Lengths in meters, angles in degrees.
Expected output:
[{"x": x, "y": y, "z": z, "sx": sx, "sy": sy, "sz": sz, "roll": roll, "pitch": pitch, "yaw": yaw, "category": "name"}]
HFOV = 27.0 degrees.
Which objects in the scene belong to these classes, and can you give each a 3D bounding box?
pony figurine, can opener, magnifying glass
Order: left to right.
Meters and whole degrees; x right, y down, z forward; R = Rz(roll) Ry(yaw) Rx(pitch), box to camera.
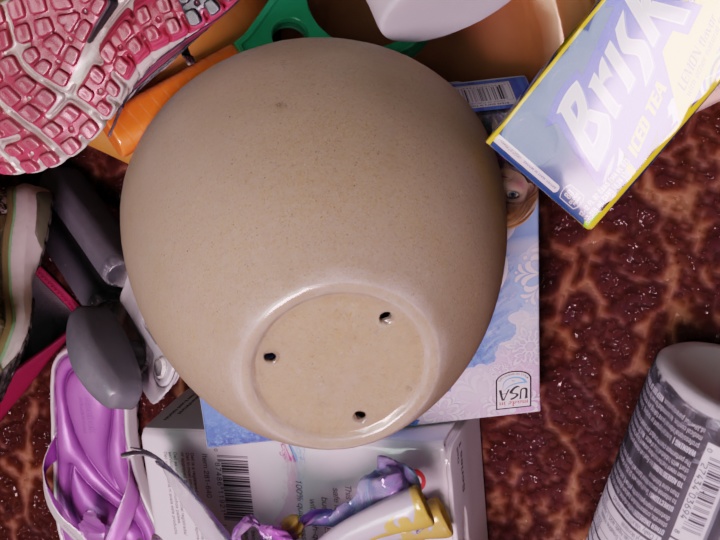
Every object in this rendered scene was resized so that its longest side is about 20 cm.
[{"x": -0.158, "y": 0.004, "z": 0.899, "sx": 0.200, "sy": 0.066, "sz": 0.053, "roll": 52, "pitch": 123, "yaw": 44, "category": "can opener"}, {"x": -0.044, "y": -0.116, "z": 0.782, "sx": 0.199, "sy": 0.022, "sz": 0.080, "roll": -30, "pitch": 76, "yaw": -18, "category": "magnifying glass"}, {"x": -0.043, "y": 0.182, "z": 0.833, "sx": 0.199, "sy": 0.167, "sz": 0.194, "roll": -24, "pitch": 110, "yaw": 8, "category": "pony figurine"}]

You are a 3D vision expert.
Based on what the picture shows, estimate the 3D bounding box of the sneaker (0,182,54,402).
[{"x": -0.235, "y": 0.019, "z": 0.861, "sx": 0.088, "sy": 0.201, "sz": 0.077, "roll": 16, "pitch": 128, "yaw": -17, "category": "sneaker"}]

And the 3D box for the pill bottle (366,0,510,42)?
[{"x": 0.013, "y": -0.224, "z": 0.756, "sx": 0.112, "sy": 0.113, "sz": 0.201, "roll": -28, "pitch": 76, "yaw": 25, "category": "pill bottle"}]

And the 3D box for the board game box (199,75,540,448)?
[{"x": 0.000, "y": 0.000, "z": 0.834, "sx": 0.198, "sy": 0.044, "sz": 0.200, "roll": -7, "pitch": 123, "yaw": -2, "category": "board game box"}]

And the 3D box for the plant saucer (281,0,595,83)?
[{"x": 0.044, "y": -0.127, "z": 0.848, "sx": 0.198, "sy": 0.037, "sz": 0.202, "roll": 6, "pitch": 108, "yaw": 18, "category": "plant saucer"}]

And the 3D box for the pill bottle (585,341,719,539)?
[{"x": 0.184, "y": 0.150, "z": 0.846, "sx": 0.105, "sy": 0.106, "sz": 0.201, "roll": 21, "pitch": 113, "yaw": 13, "category": "pill bottle"}]

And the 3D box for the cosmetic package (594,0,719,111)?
[{"x": 0.156, "y": -0.188, "z": 0.759, "sx": 0.103, "sy": 0.087, "sz": 0.201, "roll": -26, "pitch": 96, "yaw": 25, "category": "cosmetic package"}]

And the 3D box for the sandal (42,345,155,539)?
[{"x": -0.182, "y": 0.148, "z": 1.008, "sx": 0.082, "sy": 0.050, "sz": 0.204, "roll": -3, "pitch": 106, "yaw": 21, "category": "sandal"}]

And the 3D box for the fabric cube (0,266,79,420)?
[{"x": -0.338, "y": 0.057, "z": 0.956, "sx": 0.200, "sy": 0.196, "sz": 0.199, "roll": 44, "pitch": 115, "yaw": 2, "category": "fabric cube"}]

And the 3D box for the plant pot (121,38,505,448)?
[{"x": -0.016, "y": 0.008, "z": 0.727, "sx": 0.198, "sy": 0.135, "sz": 0.202, "roll": -4, "pitch": 123, "yaw": -6, "category": "plant pot"}]

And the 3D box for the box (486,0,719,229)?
[{"x": 0.149, "y": -0.119, "z": 0.700, "sx": 0.070, "sy": 0.064, "sz": 0.200, "roll": 40, "pitch": 115, "yaw": 3, "category": "box"}]

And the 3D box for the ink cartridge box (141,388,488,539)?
[{"x": -0.023, "y": 0.155, "z": 0.934, "sx": 0.198, "sy": 0.084, "sz": 0.146, "roll": 0, "pitch": 107, "yaw": 20, "category": "ink cartridge box"}]

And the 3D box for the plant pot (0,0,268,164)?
[{"x": -0.154, "y": -0.159, "z": 0.838, "sx": 0.183, "sy": 0.201, "sz": 0.200, "roll": 37, "pitch": 116, "yaw": -12, "category": "plant pot"}]

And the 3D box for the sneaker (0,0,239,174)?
[{"x": -0.120, "y": -0.115, "z": 0.733, "sx": 0.199, "sy": 0.075, "sz": 0.081, "roll": -31, "pitch": 95, "yaw": 15, "category": "sneaker"}]
